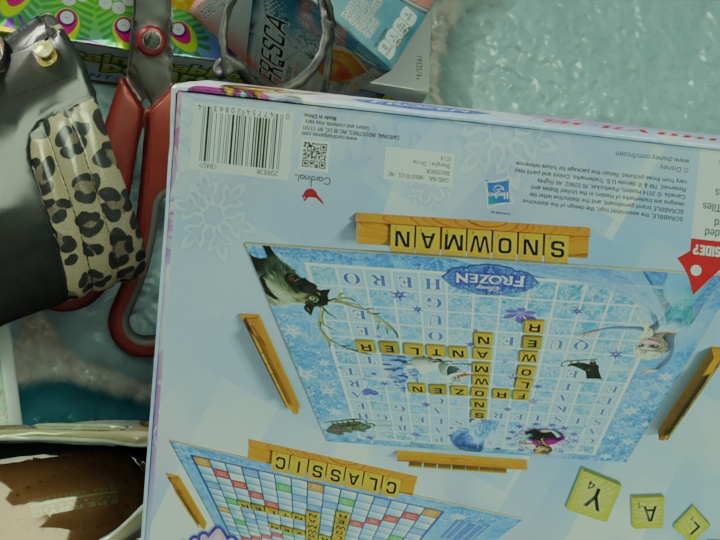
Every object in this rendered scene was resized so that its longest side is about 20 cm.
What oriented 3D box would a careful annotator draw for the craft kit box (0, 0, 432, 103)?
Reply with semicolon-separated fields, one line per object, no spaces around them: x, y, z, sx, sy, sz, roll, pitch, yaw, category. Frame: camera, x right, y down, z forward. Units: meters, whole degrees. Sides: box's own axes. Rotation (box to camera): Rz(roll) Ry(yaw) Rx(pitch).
-0.068;-0.165;1.096;0.196;0.049;0.201;7;72;-17;craft kit box

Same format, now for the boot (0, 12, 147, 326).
-0.172;-0.054;0.985;0.150;0.073;0.201;-22;84;-14;boot

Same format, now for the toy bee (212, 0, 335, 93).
0.000;0.000;1.004;0.130;0.109;0.201;-4;88;-22;toy bee

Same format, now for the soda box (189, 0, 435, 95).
0.020;-0.156;1.055;0.063;0.068;0.201;38;63;-14;soda box

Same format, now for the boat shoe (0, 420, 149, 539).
-0.150;0.086;0.959;0.199;0.068;0.075;-16;79;-20;boat shoe

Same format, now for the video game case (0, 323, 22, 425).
-0.194;0.031;1.010;0.142;0.018;0.201;-4;75;-18;video game case

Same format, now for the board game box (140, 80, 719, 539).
0.031;0.049;0.907;0.199;0.041;0.201;8;98;15;board game box

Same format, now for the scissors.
-0.071;-0.070;1.041;0.073;0.014;0.201;16;92;-7;scissors
